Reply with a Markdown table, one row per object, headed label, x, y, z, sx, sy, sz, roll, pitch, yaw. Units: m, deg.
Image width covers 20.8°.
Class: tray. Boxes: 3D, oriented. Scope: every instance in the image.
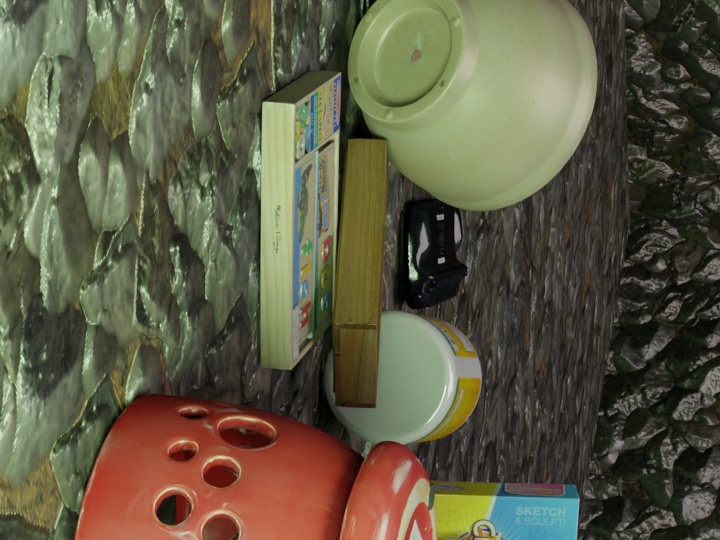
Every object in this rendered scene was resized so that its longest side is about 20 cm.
| label | x | y | z | sx | sy | sz | roll | pitch | yaw |
| --- | --- | --- | --- | --- | --- | --- | --- | --- | --- |
| tray | 0.000 | 0.000 | 1.555 | 0.099 | 0.037 | 0.200 | 90 | 3 | -47 |

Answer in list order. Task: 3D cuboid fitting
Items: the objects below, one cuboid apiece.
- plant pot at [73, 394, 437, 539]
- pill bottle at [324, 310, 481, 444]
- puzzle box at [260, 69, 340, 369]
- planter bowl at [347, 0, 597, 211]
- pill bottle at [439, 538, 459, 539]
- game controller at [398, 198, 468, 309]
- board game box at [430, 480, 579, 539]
| label | x | y | z | sx | sy | sz | roll | pitch | yaw |
| --- | --- | --- | --- | --- | --- | --- | --- | --- | --- |
| plant pot | -0.056 | 0.179 | 1.159 | 0.200 | 0.182 | 0.201 | 4 | 90 | -75 |
| pill bottle | 0.044 | 0.093 | 1.699 | 0.200 | 0.113 | 0.113 | 12 | 83 | -77 |
| puzzle box | -0.044 | -0.040 | 1.459 | 0.133 | 0.025 | 0.200 | -50 | 143 | -69 |
| planter bowl | 0.074 | -0.161 | 1.615 | 0.135 | 0.200 | 0.200 | 19 | 76 | -48 |
| pill bottle | 0.037 | 0.308 | 1.669 | 0.200 | 0.104 | 0.104 | -37 | 133 | -50 |
| game controller | 0.071 | -0.019 | 1.957 | 0.200 | 0.042 | 0.104 | -13 | 94 | -77 |
| board game box | 0.094 | 0.268 | 1.786 | 0.040 | 0.200 | 0.153 | -95 | -173 | -77 |
